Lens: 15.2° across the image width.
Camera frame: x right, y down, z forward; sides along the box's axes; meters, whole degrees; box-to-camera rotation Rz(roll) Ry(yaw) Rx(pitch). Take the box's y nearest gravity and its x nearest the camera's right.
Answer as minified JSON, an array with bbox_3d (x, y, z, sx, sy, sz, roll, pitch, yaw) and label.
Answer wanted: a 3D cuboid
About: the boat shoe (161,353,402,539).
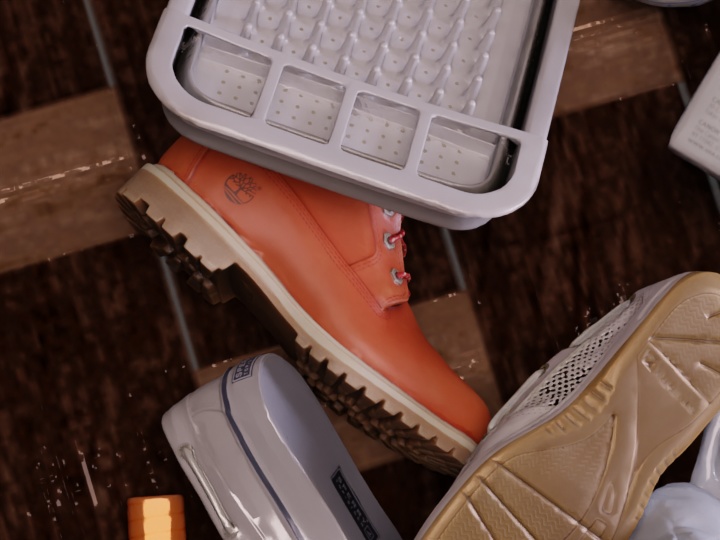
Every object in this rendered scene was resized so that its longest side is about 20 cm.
[{"bbox_3d":[-0.018,0.134,1.171,0.065,0.074,0.200,-26,90,21],"label":"boat shoe"}]

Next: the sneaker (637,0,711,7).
[{"bbox_3d":[0.150,-0.218,1.230,0.072,0.072,0.200,3,84,-6],"label":"sneaker"}]

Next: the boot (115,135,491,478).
[{"bbox_3d":[0.000,0.000,1.185,0.200,0.075,0.107,45,75,3],"label":"boot"}]

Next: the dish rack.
[{"bbox_3d":[0.004,-0.105,1.180,0.171,0.044,0.200,18,52,-2],"label":"dish rack"}]

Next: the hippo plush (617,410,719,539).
[{"bbox_3d":[0.146,0.187,1.156,0.161,0.159,0.200,42,35,-17],"label":"hippo plush"}]

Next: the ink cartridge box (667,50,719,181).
[{"bbox_3d":[0.251,-0.098,1.165,0.160,0.047,0.200,31,98,6],"label":"ink cartridge box"}]

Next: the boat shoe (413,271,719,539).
[{"bbox_3d":[0.086,0.080,1.148,0.200,0.069,0.071,-43,106,-17],"label":"boat shoe"}]

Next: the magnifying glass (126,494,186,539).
[{"bbox_3d":[-0.083,0.198,1.171,0.079,0.022,0.200,-3,81,-6],"label":"magnifying glass"}]
